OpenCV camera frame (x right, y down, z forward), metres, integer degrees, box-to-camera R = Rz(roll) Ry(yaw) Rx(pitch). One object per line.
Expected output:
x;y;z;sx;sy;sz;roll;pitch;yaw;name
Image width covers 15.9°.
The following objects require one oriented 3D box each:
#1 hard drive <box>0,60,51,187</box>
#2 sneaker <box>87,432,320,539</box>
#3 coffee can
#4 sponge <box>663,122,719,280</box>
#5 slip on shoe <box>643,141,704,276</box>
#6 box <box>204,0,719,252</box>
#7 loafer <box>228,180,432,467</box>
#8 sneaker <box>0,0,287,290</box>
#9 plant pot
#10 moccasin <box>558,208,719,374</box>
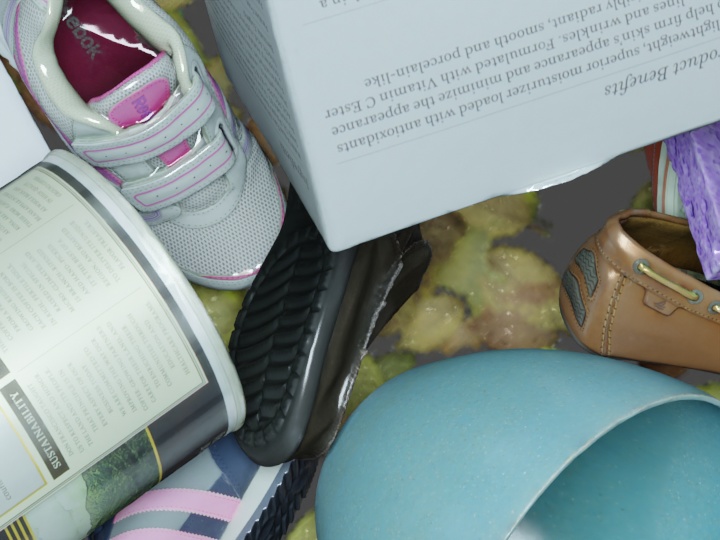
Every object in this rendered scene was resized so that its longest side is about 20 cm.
-0.242;-0.048;1.138;0.199;0.027;0.132;-22;75;-30;hard drive
-0.100;0.132;1.143;0.082;0.070;0.200;28;55;16;sneaker
-0.169;0.063;1.083;0.200;0.146;0.147;-35;88;-17;coffee can
0.225;-0.057;1.153;0.199;0.030;0.112;-5;63;-26;sponge
0.156;-0.080;1.196;0.074;0.061;0.201;-11;100;-27;slip on shoe
0.040;-0.130;1.077;0.198;0.200;0.131;-19;120;-8;box
0.000;0.000;1.154;0.071;0.073;0.201;29;66;-28;loafer
-0.100;-0.067;1.155;0.081;0.088;0.200;-41;109;-4;sneaker
0.058;0.114;1.127;0.134;0.200;0.201;31;84;36;plant pot
0.188;0.006;1.156;0.200;0.074;0.078;12;129;-20;moccasin
